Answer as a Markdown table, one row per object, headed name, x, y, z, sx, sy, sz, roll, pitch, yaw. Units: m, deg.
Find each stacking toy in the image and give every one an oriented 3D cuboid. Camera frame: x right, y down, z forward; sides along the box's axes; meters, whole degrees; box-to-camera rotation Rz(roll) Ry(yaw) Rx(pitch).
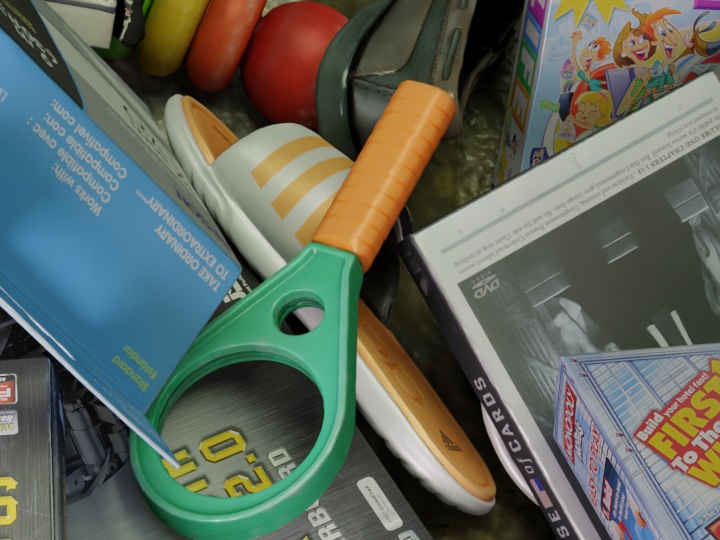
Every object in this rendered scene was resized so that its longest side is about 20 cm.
| name | x | y | z | sx | sy | sz | roll | pitch | yaw |
| --- | --- | --- | --- | --- | --- | --- | --- | --- | --- |
| stacking toy | -0.092 | -0.114 | 1.110 | 0.199 | 0.085 | 0.086 | 26 | 51 | -5 |

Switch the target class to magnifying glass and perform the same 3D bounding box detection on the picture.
| name | x | y | z | sx | sy | sz | roll | pitch | yaw |
| --- | --- | --- | --- | --- | --- | --- | --- | --- | --- |
| magnifying glass | -0.018 | 0.012 | 0.969 | 0.079 | 0.022 | 0.200 | 16 | 59 | 25 |

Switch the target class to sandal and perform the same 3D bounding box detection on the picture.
| name | x | y | z | sx | sy | sz | roll | pitch | yaw |
| --- | --- | --- | --- | --- | --- | --- | --- | --- | --- |
| sandal | 0.003 | 0.001 | 1.037 | 0.059 | 0.079 | 0.207 | -41 | 75 | 10 |

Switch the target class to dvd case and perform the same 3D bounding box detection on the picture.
| name | x | y | z | sx | sy | sz | roll | pitch | yaw |
| --- | --- | --- | --- | --- | --- | --- | --- | --- | --- |
| dvd case | 0.124 | 0.043 | 1.020 | 0.150 | 0.025 | 0.201 | -29 | 87 | -21 |

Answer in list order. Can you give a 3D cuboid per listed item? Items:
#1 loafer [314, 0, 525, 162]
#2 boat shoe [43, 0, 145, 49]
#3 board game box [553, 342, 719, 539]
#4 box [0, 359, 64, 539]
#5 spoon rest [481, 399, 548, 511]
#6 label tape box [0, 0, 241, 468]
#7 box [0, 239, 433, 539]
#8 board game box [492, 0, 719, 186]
| name | x | y | z | sx | sy | sz | roll | pitch | yaw |
| --- | --- | --- | --- | --- | --- | --- | --- | --- | --- |
| loafer | 0.045 | -0.107 | 1.121 | 0.063 | 0.072 | 0.200 | 4 | 37 | 25 |
| boat shoe | -0.176 | -0.148 | 1.027 | 0.199 | 0.093 | 0.075 | 8 | 11 | -16 |
| board game box | 0.172 | 0.084 | 0.936 | 0.200 | 0.062 | 0.200 | -33 | 62 | -20 |
| box | -0.196 | 0.115 | 0.874 | 0.199 | 0.048 | 0.159 | -4 | 60 | -2 |
| spoon rest | 0.128 | 0.030 | 1.060 | 0.200 | 0.061 | 0.100 | -32 | 86 | -34 |
| label tape box | -0.112 | -0.039 | 0.929 | 0.066 | 0.143 | 0.200 | -41 | 35 | 3 |
| box | -0.068 | 0.099 | 0.968 | 0.158 | 0.048 | 0.200 | -20 | 62 | -28 |
| board game box | 0.164 | -0.087 | 1.117 | 0.199 | 0.135 | 0.034 | 1 | 27 | -14 |
